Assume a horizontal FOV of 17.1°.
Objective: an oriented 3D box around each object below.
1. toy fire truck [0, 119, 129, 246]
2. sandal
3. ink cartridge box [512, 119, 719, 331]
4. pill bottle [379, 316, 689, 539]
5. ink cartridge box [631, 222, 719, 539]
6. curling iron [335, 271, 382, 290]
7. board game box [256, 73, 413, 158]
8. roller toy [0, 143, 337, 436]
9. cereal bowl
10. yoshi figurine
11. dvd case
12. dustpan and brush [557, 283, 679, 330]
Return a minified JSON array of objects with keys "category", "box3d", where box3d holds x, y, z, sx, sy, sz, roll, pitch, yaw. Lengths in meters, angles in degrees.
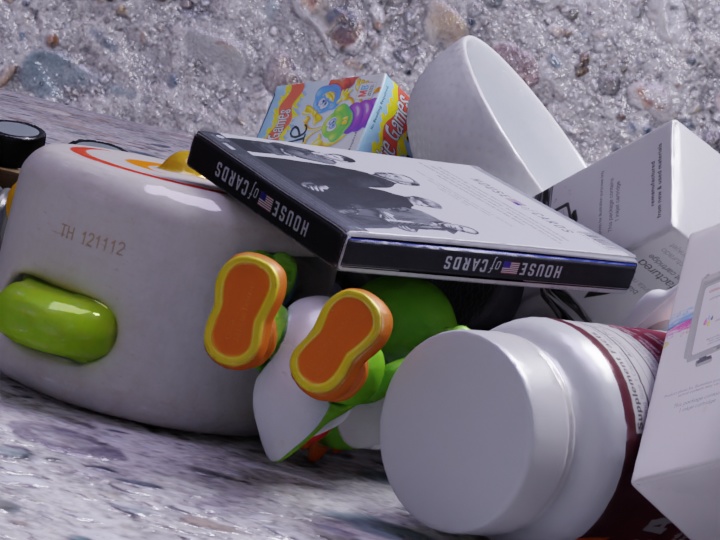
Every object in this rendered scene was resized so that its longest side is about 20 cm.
[{"category":"toy fire truck","box3d":[-0.262,-0.052,1.653,0.176,0.129,0.200,15,18,8]},{"category":"sandal","box3d":[0.020,0.028,1.390,0.200,0.076,0.043,-3,-28,47]},{"category":"ink cartridge box","box3d":[0.152,0.018,1.392,0.146,0.084,0.200,33,-45,-31]},{"category":"pill bottle","box3d":[0.111,0.083,1.188,0.114,0.114,0.200,19,9,43]},{"category":"ink cartridge box","box3d":[0.209,0.050,1.172,0.067,0.200,0.116,-21,-53,40]},{"category":"curling iron","box3d":[0.000,0.000,1.363,0.050,0.026,0.200,26,13,-39]},{"category":"board game box","box3d":[0.022,-0.032,1.625,0.103,0.105,0.200,-3,-33,43]},{"category":"roller toy","box3d":[-0.107,0.002,1.319,0.182,0.140,0.200,13,6,-12]},{"category":"cereal bowl","box3d":[0.093,-0.048,1.531,0.200,0.083,0.200,51,15,-19]},{"category":"yoshi figurine","box3d":[-0.003,0.031,1.214,0.112,0.113,0.200,-22,-17,8]},{"category":"dvd case","box3d":[0.028,-0.031,1.272,0.200,0.025,0.150,6,18,-38]},{"category":"dustpan and brush","box3d":[0.111,0.056,1.314,0.139,0.200,0.057,9,42,-40]}]
